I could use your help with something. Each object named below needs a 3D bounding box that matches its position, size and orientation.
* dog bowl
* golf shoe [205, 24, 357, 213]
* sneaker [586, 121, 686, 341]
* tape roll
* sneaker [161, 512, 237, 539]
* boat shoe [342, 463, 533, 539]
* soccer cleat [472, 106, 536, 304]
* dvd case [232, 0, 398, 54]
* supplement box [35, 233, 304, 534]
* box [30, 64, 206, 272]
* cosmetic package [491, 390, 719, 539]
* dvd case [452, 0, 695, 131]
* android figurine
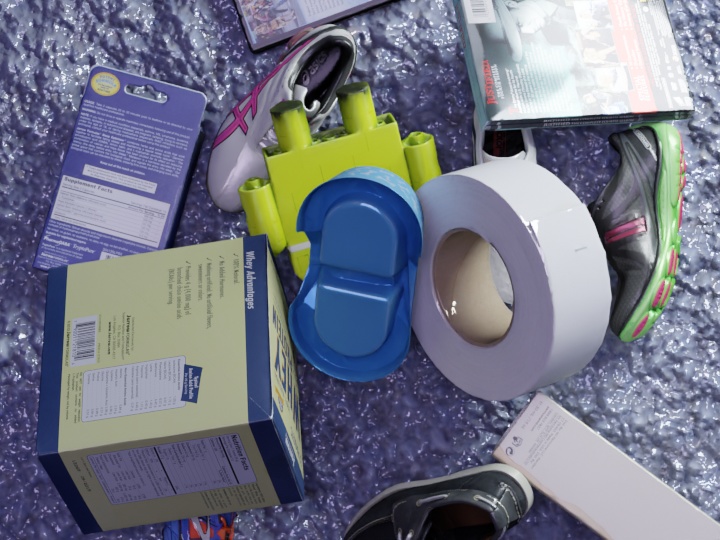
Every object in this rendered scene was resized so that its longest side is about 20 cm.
[{"bbox_3d":[0.000,0.000,1.456,0.111,0.050,0.201,12,119,10],"label":"dog bowl"},{"bbox_3d":[-0.075,-0.140,1.521,0.072,0.092,0.200,33,90,-14],"label":"golf shoe"},{"bbox_3d":[0.243,-0.034,1.499,0.083,0.077,0.201,4,78,19],"label":"sneaker"},{"bbox_3d":[0.120,0.007,1.436,0.071,0.202,0.203,-16,80,-35],"label":"tape roll"},{"bbox_3d":[-0.140,0.228,1.503,0.078,0.075,0.201,-20,84,0],"label":"sneaker"},{"bbox_3d":[0.054,0.224,1.446,0.200,0.068,0.072,-25,106,36],"label":"boat shoe"},{"bbox_3d":[0.130,-0.071,1.500,0.068,0.085,0.201,-3,83,5],"label":"soccer cleat"},{"bbox_3d":[-0.033,-0.303,1.577,0.199,0.018,0.143,-20,83,3],"label":"dvd case"},{"bbox_3d":[-0.161,0.098,1.448,0.199,0.135,0.201,-9,52,5],"label":"supplement box"},{"bbox_3d":[-0.221,-0.082,1.565,0.121,0.032,0.201,16,87,7],"label":"box"},{"bbox_3d":[0.214,0.192,1.454,0.200,0.104,0.073,37,89,10],"label":"cosmetic package"},{"bbox_3d":[0.189,-0.196,1.492,0.199,0.022,0.147,-5,68,-16],"label":"dvd case"},{"bbox_3d":[-0.014,-0.063,1.497,0.181,0.041,0.201,-14,112,-5],"label":"android figurine"}]
